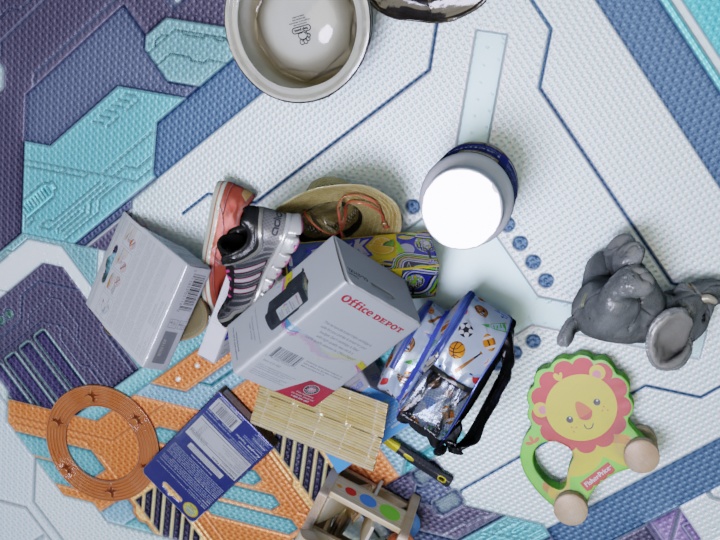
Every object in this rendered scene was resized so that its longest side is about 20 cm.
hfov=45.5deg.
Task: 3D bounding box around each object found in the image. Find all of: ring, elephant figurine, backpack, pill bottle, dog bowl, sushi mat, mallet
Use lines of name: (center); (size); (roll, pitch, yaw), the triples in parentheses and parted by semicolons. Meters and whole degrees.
ring: (-0.417, 0.280, 1.377); (0.199, 0.019, 0.202); (3, 105, 11)
elephant figurine: (0.380, 0.057, 1.091); (0.199, 0.142, 0.155); (32, 139, -13)
backpack: (0.119, 0.119, 1.138); (0.154, 0.200, 0.191); (38, 96, 0)
pill bottle: (0.135, -0.092, 1.061); (0.115, 0.200, 0.117); (3, 105, 11)
dog bowl: (-0.072, -0.322, 1.108); (0.199, 0.074, 0.202); (6, 109, 16)
sushi mat: (-0.058, 0.196, 1.176); (0.199, 0.012, 0.096); (17, 96, 21)
mallet: (0.043, 0.263, 1.262); (0.200, 0.041, 0.066); (41, 108, -4)

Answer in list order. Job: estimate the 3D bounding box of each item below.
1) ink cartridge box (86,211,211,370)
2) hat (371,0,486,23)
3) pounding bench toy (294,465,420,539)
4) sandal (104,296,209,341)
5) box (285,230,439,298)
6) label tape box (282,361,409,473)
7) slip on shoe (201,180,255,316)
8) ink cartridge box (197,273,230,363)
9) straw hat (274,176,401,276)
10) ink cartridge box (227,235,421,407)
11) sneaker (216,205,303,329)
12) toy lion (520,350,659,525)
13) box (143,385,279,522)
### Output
ink cartridge box: (-0.311, 0.026, 1.237); (0.200, 0.047, 0.161); (34, 103, 42)
hat: (0.079, -0.401, 1.058); (0.199, 0.081, 0.202); (3, 104, 12)
pounding bench toy: (-0.008, 0.386, 1.216); (0.155, 0.200, 0.125); (27, 108, 5)
sandal: (-0.283, 0.074, 1.277); (0.210, 0.070, 0.078); (-5, 72, 32)
box: (0.000, 0.000, 1.141); (0.198, 0.070, 0.065); (-6, 138, -6)
label tape box: (-0.043, 0.169, 1.211); (0.144, 0.063, 0.201); (-37, 75, 19)
slip on shoe: (-0.189, -0.026, 1.223); (0.061, 0.074, 0.202); (11, 104, 1)
ink cartridge box: (-0.167, 0.028, 1.215); (0.037, 0.095, 0.201); (28, 108, 8)
straw hat: (-0.044, -0.077, 1.161); (0.199, 0.086, 0.202); (-7, 143, -5)
ink cartridge box: (-0.046, 0.069, 1.082); (0.200, 0.083, 0.145); (-39, 133, 22)
sneaker: (-0.150, -0.008, 1.098); (0.087, 0.074, 0.200); (24, 125, -15)
toy lion: (0.298, 0.219, 1.182); (0.192, 0.069, 0.200); (47, 109, 5)
box: (-0.235, 0.286, 1.329); (0.121, 0.032, 0.200); (45, 107, -1)
